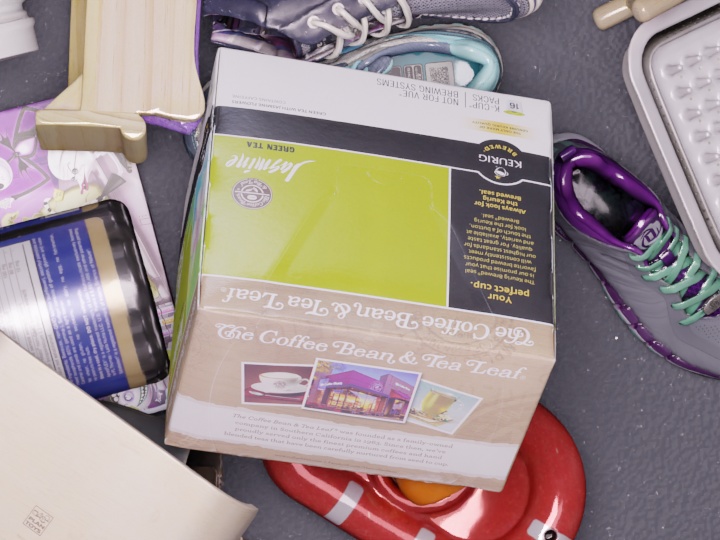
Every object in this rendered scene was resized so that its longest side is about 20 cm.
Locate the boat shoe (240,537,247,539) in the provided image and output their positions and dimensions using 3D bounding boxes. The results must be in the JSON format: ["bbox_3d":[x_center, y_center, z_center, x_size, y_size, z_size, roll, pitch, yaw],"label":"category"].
[{"bbox_3d":[-0.155,0.199,1.760,0.200,0.070,0.070,-16,98,-4],"label":"boat shoe"}]

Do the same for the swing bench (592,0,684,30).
[{"bbox_3d":[0.195,-0.276,1.743,0.200,0.130,0.199,-29,96,-5],"label":"swing bench"}]

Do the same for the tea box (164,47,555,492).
[{"bbox_3d":[0.000,0.000,1.666,0.200,0.134,0.197,9,49,-7],"label":"tea box"}]

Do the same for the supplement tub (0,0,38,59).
[{"bbox_3d":[-0.269,-0.208,1.684,0.145,0.145,0.200,-15,94,-6],"label":"supplement tub"}]

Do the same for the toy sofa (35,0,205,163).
[{"bbox_3d":[-0.137,-0.167,1.716,0.097,0.083,0.200,2,82,-5],"label":"toy sofa"}]

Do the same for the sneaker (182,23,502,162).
[{"bbox_3d":[-0.010,-0.108,1.749,0.200,0.086,0.078,-17,95,-5],"label":"sneaker"}]

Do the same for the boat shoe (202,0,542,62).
[{"bbox_3d":[0.003,-0.156,1.721,0.200,0.075,0.093,12,62,18],"label":"boat shoe"}]

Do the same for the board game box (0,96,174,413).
[{"bbox_3d":[-0.179,-0.003,1.767,0.120,0.032,0.200,-15,95,-1],"label":"board game box"}]

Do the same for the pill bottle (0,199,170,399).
[{"bbox_3d":[-0.218,0.035,1.696,0.200,0.112,0.112,-15,95,-4],"label":"pill bottle"}]

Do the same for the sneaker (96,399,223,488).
[{"bbox_3d":[-0.150,0.168,1.686,0.106,0.075,0.200,2,68,26],"label":"sneaker"}]

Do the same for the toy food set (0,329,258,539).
[{"bbox_3d":[-0.176,0.133,1.633,0.200,0.060,0.144,36,94,-5],"label":"toy food set"}]

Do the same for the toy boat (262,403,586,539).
[{"bbox_3d":[0.042,0.114,1.746,0.200,0.131,0.131,32,90,-7],"label":"toy boat"}]

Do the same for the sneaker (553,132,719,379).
[{"bbox_3d":[0.179,-0.002,1.777,0.200,0.088,0.074,41,88,-7],"label":"sneaker"}]

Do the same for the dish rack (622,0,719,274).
[{"bbox_3d":[0.255,-0.099,1.779,0.200,0.044,0.172,-26,97,-25],"label":"dish rack"}]
